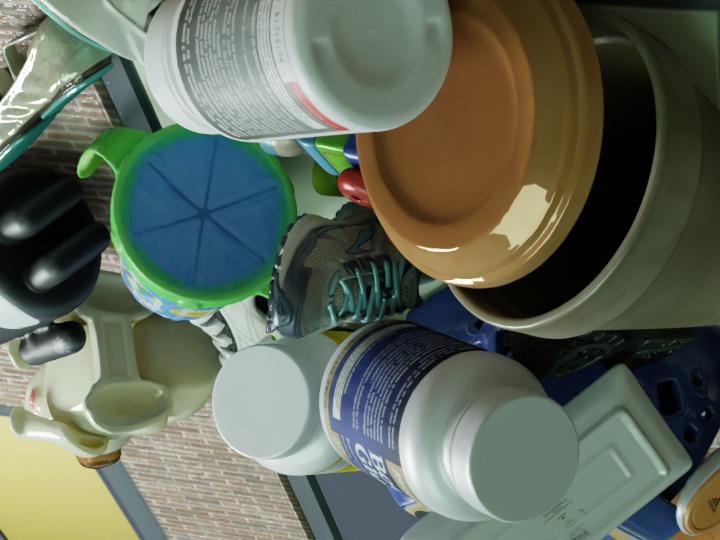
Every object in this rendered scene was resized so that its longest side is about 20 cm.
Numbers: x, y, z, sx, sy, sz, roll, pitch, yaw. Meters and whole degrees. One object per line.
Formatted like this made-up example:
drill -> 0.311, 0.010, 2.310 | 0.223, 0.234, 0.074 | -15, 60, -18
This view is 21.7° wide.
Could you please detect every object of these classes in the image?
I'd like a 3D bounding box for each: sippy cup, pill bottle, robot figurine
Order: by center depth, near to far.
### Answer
pill bottle -> -0.045, -0.136, 1.130 | 0.114, 0.115, 0.199 | 36, 161, -29
pill bottle -> 0.059, 0.102, 1.244 | 0.111, 0.112, 0.200 | 33, 173, -26
sippy cup -> -0.124, -0.025, 1.382 | 0.138, 0.180, 0.130 | -13, 167, -17
pill bottle -> -0.032, 0.103, 1.471 | 0.111, 0.114, 0.200 | 0, 176, 25
robot figurine -> -0.282, -0.010, 1.480 | 0.124, 0.152, 0.199 | 12, 157, -39

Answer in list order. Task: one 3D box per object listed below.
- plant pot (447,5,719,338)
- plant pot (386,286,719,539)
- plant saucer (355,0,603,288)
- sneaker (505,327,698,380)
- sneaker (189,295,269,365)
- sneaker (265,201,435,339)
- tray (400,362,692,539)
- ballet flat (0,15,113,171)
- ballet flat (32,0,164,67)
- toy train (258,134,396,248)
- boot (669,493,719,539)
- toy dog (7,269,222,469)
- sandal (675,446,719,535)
plant pot -> 0.172, -0.042, 1.170 | 0.172, 0.202, 0.199 | 18, 153, -35
plant pot -> 0.144, 0.118, 1.422 | 0.199, 0.181, 0.199 | 31, 146, -22
plant saucer -> 0.060, -0.091, 1.121 | 0.037, 0.202, 0.199 | -1, 166, -41
sneaker -> 0.155, 0.023, 1.291 | 0.076, 0.092, 0.199 | -28, 163, 31
sneaker -> -0.078, 0.048, 1.528 | 0.080, 0.076, 0.201 | -7, 143, 19
sneaker -> 0.000, 0.000, 1.311 | 0.086, 0.200, 0.078 | 17, 113, 18
tray -> 0.133, 0.164, 1.303 | 0.108, 0.199, 0.022 | 51, -179, -27
ballet flat -> -0.238, -0.131, 1.340 | 0.063, 0.067, 0.199 | 52, 137, -5
ballet flat -> -0.133, -0.165, 1.228 | 0.069, 0.070, 0.199 | -16, 141, 42
toy train -> 0.017, -0.059, 1.313 | 0.115, 0.085, 0.200 | 14, 161, 36
boot -> 0.269, 0.199, 1.589 | 0.199, 0.077, 0.154 | 35, 146, -32
toy dog -> -0.218, 0.092, 1.626 | 0.192, 0.141, 0.200 | -9, 164, -37
sandal -> 0.317, 0.127, 1.348 | 0.059, 0.207, 0.079 | 39, 170, 42
